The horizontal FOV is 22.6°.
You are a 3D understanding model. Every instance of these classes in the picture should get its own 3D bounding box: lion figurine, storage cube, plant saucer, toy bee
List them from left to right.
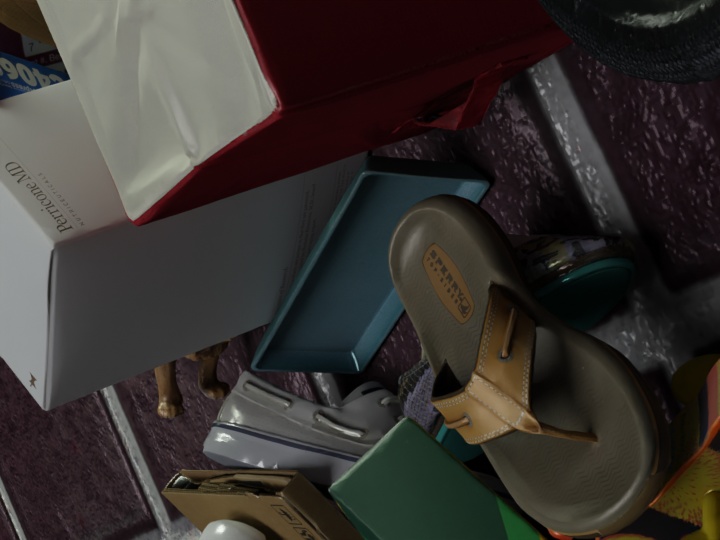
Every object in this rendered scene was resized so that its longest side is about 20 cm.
[{"bbox_3d":[-0.127,0.013,1.154,0.200,0.072,0.123,28,127,49],"label":"lion figurine"},{"bbox_3d":[-0.031,-0.143,0.821,0.171,0.179,0.200,-28,83,58],"label":"storage cube"},{"bbox_3d":[0.000,0.000,0.966,0.200,0.070,0.019,123,144,-52],"label":"plant saucer"},{"bbox_3d":[0.138,0.101,0.755,0.131,0.108,0.200,-85,9,-71],"label":"toy bee"}]

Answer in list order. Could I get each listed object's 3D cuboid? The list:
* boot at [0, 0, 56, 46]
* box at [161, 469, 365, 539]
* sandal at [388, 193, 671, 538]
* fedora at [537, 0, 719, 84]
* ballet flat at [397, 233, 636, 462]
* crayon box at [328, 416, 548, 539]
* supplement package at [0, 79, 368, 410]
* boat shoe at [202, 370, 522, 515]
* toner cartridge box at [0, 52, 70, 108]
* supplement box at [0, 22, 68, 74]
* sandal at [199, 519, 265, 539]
[{"bbox_3d":[-0.083,-0.178,0.959,0.073,0.199,0.156,115,169,-70],"label":"boot"},{"bbox_3d":[-0.013,0.189,1.048,0.200,0.021,0.163,47,155,-17],"label":"box"},{"bbox_3d":[0.057,0.038,0.774,0.080,0.054,0.200,-57,46,25],"label":"sandal"},{"bbox_3d":[0.125,-0.165,0.652,0.201,0.091,0.201,41,140,48],"label":"fedora"},{"bbox_3d":[0.066,0.023,0.879,0.072,0.072,0.200,56,144,19],"label":"ballet flat"},{"bbox_3d":[0.087,0.180,0.858,0.173,0.058,0.200,41,170,38],"label":"crayon box"},{"bbox_3d":[-0.114,-0.033,0.987,0.121,0.200,0.120,45,141,32],"label":"supplement package"},{"bbox_3d":[0.005,0.096,1.003,0.200,0.071,0.070,11,73,35],"label":"boat shoe"},{"bbox_3d":[-0.181,-0.066,1.049,0.095,0.200,0.043,-41,63,22],"label":"toner cartridge box"},{"bbox_3d":[-0.218,-0.173,1.127,0.200,0.131,0.103,22,126,50],"label":"supplement box"},{"bbox_3d":[-0.021,0.222,1.027,0.203,0.050,0.082,42,156,-7],"label":"sandal"}]
